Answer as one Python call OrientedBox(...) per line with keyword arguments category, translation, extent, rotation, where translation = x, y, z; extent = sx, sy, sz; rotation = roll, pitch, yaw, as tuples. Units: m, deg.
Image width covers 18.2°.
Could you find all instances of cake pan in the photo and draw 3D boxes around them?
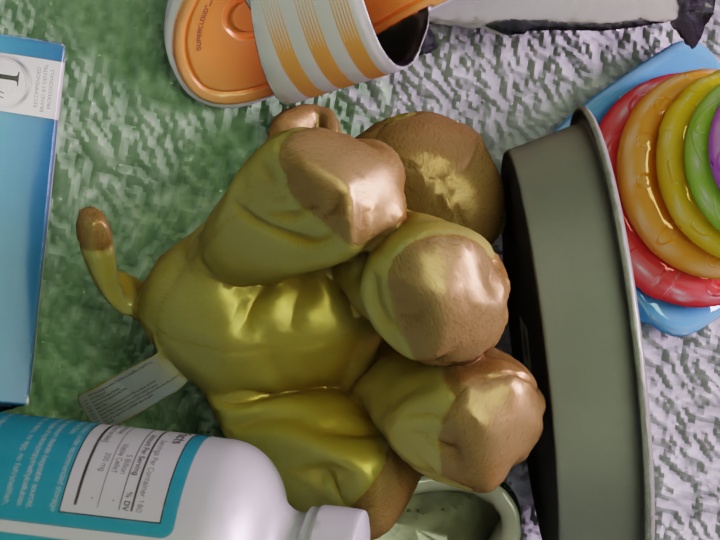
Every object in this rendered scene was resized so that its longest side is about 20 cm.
OrientedBox(category="cake pan", translation=(0.086, 0.034, 0.927), extent=(0.037, 0.200, 0.201), rotation=(-6, 84, 0))

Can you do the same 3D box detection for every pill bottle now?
OrientedBox(category="pill bottle", translation=(-0.099, 0.113, 0.849), extent=(0.199, 0.111, 0.111), rotation=(7, 79, 8))

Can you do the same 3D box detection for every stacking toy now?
OrientedBox(category="stacking toy", translation=(0.173, -0.047, 0.956), extent=(0.110, 0.200, 0.116), rotation=(-37, 96, -20))

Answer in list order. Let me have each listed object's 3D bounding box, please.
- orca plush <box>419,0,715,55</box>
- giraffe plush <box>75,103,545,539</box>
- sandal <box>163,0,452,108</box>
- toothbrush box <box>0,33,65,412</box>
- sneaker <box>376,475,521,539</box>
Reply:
OrientedBox(category="orca plush", translation=(0.061, -0.157, 1.002), extent=(0.199, 0.105, 0.071), rotation=(-1, 44, 0))
OrientedBox(category="giraffe plush", translation=(0.000, 0.000, 0.917), extent=(0.162, 0.200, 0.173), rotation=(-42, 117, -48))
OrientedBox(category="sandal", translation=(0.010, -0.122, 0.935), extent=(0.206, 0.059, 0.079), rotation=(-24, 123, 12))
OrientedBox(category="toothbrush box", translation=(-0.226, -0.026, 0.881), extent=(0.199, 0.085, 0.147), rotation=(6, 82, -18))
OrientedBox(category="sneaker", translation=(-0.022, 0.126, 0.925), extent=(0.200, 0.090, 0.067), rotation=(-20, 92, -19))
